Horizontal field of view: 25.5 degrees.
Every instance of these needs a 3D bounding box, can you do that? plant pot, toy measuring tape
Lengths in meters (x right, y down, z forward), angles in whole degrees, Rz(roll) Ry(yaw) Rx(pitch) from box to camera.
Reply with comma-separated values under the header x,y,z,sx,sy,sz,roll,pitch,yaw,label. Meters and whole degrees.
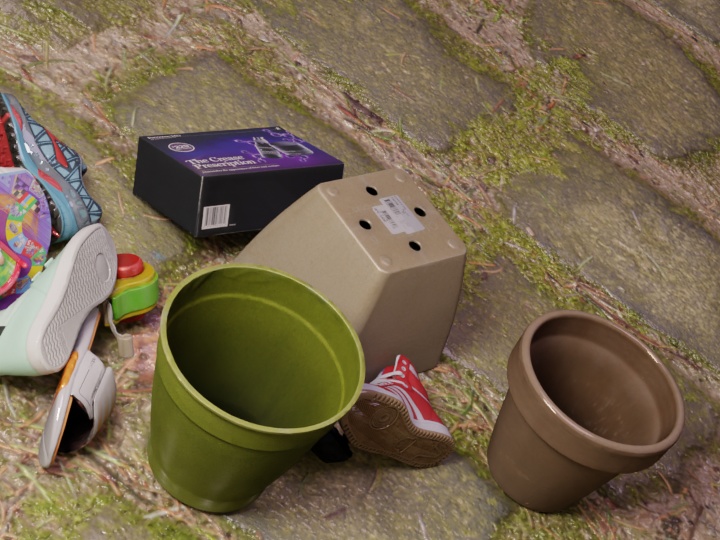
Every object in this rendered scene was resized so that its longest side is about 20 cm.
x,y,z,sx,sy,sz,roll,pitch,yaw,label
0.227,0.170,1.744,0.200,0.175,0.200,17,42,-16,plant pot
-0.123,0.131,1.542,0.200,0.193,0.201,15,44,-15,plant pot
0.000,0.000,1.777,0.200,0.177,0.200,-15,57,-40,plant pot
-0.235,0.033,1.647,0.073,0.074,0.200,10,19,-24,toy measuring tape

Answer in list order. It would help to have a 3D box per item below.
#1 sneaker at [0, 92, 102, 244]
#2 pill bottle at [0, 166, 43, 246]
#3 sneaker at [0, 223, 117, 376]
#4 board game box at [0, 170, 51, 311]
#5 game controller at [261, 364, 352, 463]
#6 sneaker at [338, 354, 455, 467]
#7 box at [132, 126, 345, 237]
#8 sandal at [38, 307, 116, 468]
x,y,z,sx,sy,sz,roll,pitch,yaw,label
-0.355,-0.112,1.763,0.095,0.079,0.200,-7,60,-49,sneaker
-0.433,-0.053,1.608,0.200,0.114,0.114,-6,52,-37,pill bottle
-0.325,0.027,1.588,0.074,0.118,0.201,65,31,-33,sneaker
-0.381,-0.011,1.559,0.200,0.158,0.039,-13,31,-40,board game box
-0.080,0.120,1.668,0.042,0.104,0.200,-38,71,-15,game controller
0.019,0.135,1.693,0.200,0.071,0.113,35,21,-52,sneaker
-0.141,-0.106,1.839,0.200,0.079,0.141,-9,25,-38,box
-0.266,0.112,1.567,0.059,0.079,0.207,20,39,-10,sandal
